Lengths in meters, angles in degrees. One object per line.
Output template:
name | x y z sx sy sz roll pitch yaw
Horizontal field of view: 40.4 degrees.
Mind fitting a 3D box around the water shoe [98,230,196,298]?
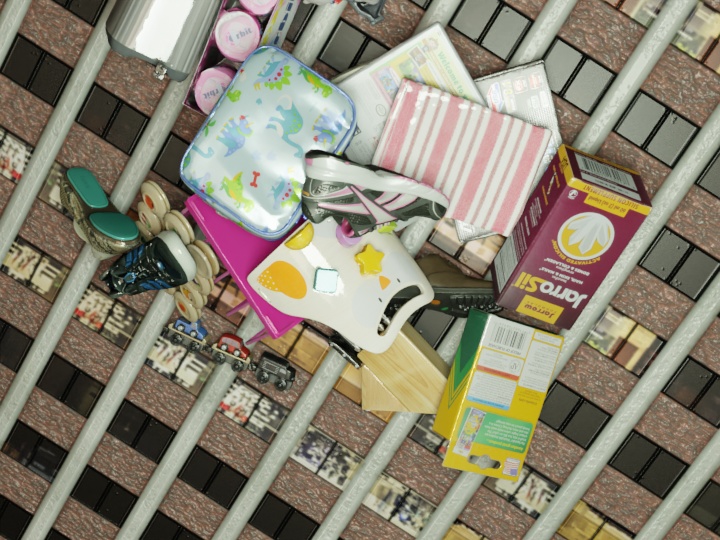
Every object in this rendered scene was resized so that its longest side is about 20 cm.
water shoe | -0.271 0.005 1.242 0.079 0.200 0.072 -37 100 -28

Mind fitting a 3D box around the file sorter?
file sorter | -0.137 -0.022 1.268 0.201 0.139 0.125 57 148 -5

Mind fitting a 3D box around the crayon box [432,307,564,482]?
crayon box | 0.174 0.162 1.271 0.125 0.052 0.201 17 91 -27

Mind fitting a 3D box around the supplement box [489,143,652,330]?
supplement box | 0.253 -0.038 1.205 0.110 0.086 0.201 18 124 -11

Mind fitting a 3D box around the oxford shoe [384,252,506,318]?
oxford shoe | 0.114 0.013 1.284 0.198 0.073 0.085 6 61 -11

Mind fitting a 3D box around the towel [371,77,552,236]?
towel | 0.120 -0.137 1.200 0.199 0.030 0.147 18 112 -7

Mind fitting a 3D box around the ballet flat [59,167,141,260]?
ballet flat | -0.349 -0.061 1.306 0.200 0.067 0.076 44 126 39

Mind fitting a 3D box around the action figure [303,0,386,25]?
action figure | -0.014 -0.410 1.193 0.200 0.105 0.194 41 92 -9

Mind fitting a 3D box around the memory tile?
memory tile | -0.247 -0.019 1.280 0.017 0.200 0.154 -35 80 -29

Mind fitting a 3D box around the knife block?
knife block | 0.053 0.098 1.317 0.198 0.064 0.177 3 104 8

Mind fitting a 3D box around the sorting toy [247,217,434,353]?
sorting toy | 0.000 0.000 1.196 0.180 0.200 0.107 47 149 -5

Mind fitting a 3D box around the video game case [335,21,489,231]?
video game case | 0.069 -0.174 1.212 0.181 0.022 0.201 -29 108 14

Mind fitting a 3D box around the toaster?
toaster | -0.241 -0.319 1.204 0.113 0.200 0.130 22 105 -22

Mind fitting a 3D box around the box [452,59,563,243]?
box | 0.179 -0.151 1.252 0.159 0.044 0.202 -13 100 11

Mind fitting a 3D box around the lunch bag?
lunch bag | -0.104 -0.145 1.152 0.160 0.082 0.201 33 87 -2

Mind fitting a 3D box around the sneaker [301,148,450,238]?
sneaker | 0.009 -0.078 1.136 0.199 0.080 0.087 12 101 -32

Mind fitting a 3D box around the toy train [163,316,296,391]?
toy train | -0.182 0.112 1.372 0.199 0.034 0.046 23 101 3

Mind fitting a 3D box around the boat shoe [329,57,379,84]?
boat shoe | -0.035 -0.213 1.255 0.199 0.075 0.062 -24 96 14

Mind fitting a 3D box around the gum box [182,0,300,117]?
gum box | -0.143 -0.290 1.234 0.066 0.114 0.201 26 105 2
